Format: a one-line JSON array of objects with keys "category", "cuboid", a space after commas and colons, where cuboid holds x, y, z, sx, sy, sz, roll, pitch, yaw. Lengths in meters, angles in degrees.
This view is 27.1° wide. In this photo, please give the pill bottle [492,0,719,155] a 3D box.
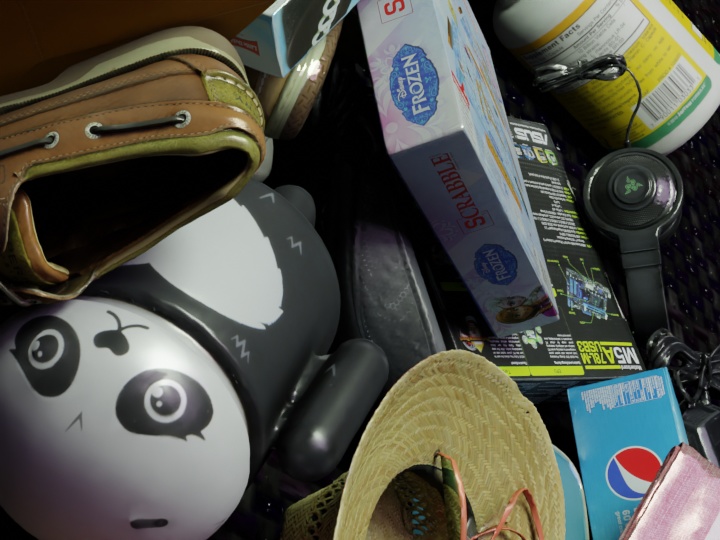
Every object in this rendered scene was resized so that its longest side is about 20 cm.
[{"category": "pill bottle", "cuboid": [0.170, -0.181, 1.104, 0.200, 0.113, 0.113, 42, 38, -20]}]

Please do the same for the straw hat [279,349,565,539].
[{"category": "straw hat", "cuboid": [0.012, 0.131, 0.693, 0.201, 0.085, 0.202, -2, 93, -54]}]

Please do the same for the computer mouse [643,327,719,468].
[{"category": "computer mouse", "cuboid": [0.236, 0.144, 0.981, 0.138, 0.053, 0.200, 15, 55, -46]}]

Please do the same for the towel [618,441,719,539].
[{"category": "towel", "cuboid": [0.214, 0.202, 0.778, 0.200, 0.023, 0.144, 36, 64, 2]}]

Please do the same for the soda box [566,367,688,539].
[{"category": "soda box", "cuboid": [0.171, 0.162, 0.865, 0.068, 0.064, 0.200, 58, 23, -54]}]

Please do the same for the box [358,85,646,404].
[{"category": "box", "cuboid": [0.080, -0.011, 0.927, 0.200, 0.047, 0.193, 3, 63, -50]}]

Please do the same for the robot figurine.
[{"category": "robot figurine", "cuboid": [-0.081, 0.031, 0.632, 0.125, 0.150, 0.200, 59, 33, -20]}]

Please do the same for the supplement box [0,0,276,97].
[{"category": "supplement box", "cuboid": [-0.169, -0.153, 0.609, 0.133, 0.197, 0.200, 5, 60, -47]}]

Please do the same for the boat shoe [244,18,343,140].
[{"category": "boat shoe", "cuboid": [-0.055, -0.136, 0.738, 0.076, 0.072, 0.200, 23, 31, -18]}]

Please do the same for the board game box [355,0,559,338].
[{"category": "board game box", "cuboid": [0.046, -0.095, 0.802, 0.200, 0.041, 0.200, 55, 20, -55]}]

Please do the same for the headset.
[{"category": "headset", "cuboid": [0.174, -0.047, 1.023, 0.123, 0.094, 0.200, -8, 91, -79]}]

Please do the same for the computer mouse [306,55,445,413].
[{"category": "computer mouse", "cuboid": [0.000, 0.000, 0.784, 0.139, 0.053, 0.200, 97, -24, -79]}]

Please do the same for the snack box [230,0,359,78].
[{"category": "snack box", "cuboid": [-0.027, -0.176, 0.702, 0.200, 0.116, 0.037, -49, 148, -32]}]

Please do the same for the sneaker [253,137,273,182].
[{"category": "sneaker", "cuboid": [-0.087, -0.074, 0.744, 0.099, 0.078, 0.200, 46, 37, -8]}]

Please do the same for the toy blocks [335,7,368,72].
[{"category": "toy blocks", "cuboid": [-0.019, -0.188, 0.917, 0.137, 0.100, 0.200, 31, 39, -49]}]

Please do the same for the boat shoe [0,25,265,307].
[{"category": "boat shoe", "cuboid": [-0.129, -0.023, 0.555, 0.072, 0.200, 0.068, 54, 11, -42]}]

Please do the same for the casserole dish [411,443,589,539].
[{"category": "casserole dish", "cuboid": [0.082, 0.156, 0.807, 0.121, 0.039, 0.200, 33, 41, -31]}]
